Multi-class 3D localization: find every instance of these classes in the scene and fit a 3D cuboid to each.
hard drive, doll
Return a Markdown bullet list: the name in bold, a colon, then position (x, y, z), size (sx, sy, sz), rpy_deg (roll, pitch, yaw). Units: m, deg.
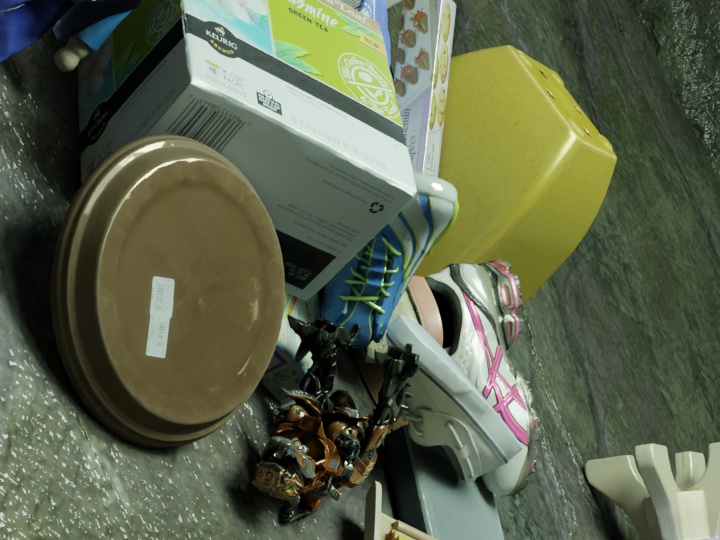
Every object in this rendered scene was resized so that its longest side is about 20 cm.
- **hard drive**: position (0.081, 0.237, 1.475), size (0.139, 0.033, 0.201), rpy_deg (37, 32, -48)
- **doll**: position (-0.189, -0.180, 1.181), size (0.199, 0.137, 0.048), rpy_deg (-31, 57, -33)

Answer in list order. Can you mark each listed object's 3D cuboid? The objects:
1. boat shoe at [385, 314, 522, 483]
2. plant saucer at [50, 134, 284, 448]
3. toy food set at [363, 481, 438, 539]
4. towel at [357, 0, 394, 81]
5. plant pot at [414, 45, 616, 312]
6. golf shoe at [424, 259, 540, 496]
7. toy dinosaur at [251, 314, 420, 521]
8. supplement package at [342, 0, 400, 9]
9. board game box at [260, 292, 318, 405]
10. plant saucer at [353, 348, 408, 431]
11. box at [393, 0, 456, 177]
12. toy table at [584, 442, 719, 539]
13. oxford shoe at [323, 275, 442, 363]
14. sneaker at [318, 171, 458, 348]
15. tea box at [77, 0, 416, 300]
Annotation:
- **boat shoe**: position (0.063, 0.110, 1.433), size (0.200, 0.065, 0.074), rpy_deg (50, 1, -43)
- **plant saucer**: position (-0.114, 0.013, 1.169), size (0.199, 0.029, 0.202), rpy_deg (-1, 92, -50)
- **toy food set**: position (0.083, 0.251, 1.349), size (0.199, 0.060, 0.144), rpy_deg (30, 40, -26)
- **towel**: position (0.002, -0.127, 1.510), size (0.145, 0.024, 0.201), rpy_deg (83, 16, -51)
- **plant pot**: position (0.114, -0.092, 1.670), size (0.196, 0.200, 0.194), rpy_deg (55, 17, 21)
- **golf shoe**: position (0.095, 0.094, 1.549), size (0.092, 0.073, 0.201), rpy_deg (-6, 83, -24)
- **toy dinosaur**: position (-0.021, 0.110, 1.314), size (0.102, 0.137, 0.200), rpy_deg (15, 9, 1)
- **supplement package**: position (-0.065, -0.343, 1.682), size (0.200, 0.147, 0.192), rpy_deg (48, 25, -34)
- **board game box**: position (-0.083, -0.013, 1.395), size (0.135, 0.034, 0.201), rpy_deg (48, 25, -33)
- **plant saucer**: position (0.055, 0.082, 1.601), size (0.200, 0.037, 0.201), rpy_deg (48, 26, -33)
- **box**: position (0.050, -0.143, 1.586), size (0.041, 0.038, 0.201), rpy_deg (28, 67, -64)
- **toy table**: position (0.323, 0.240, 1.858), size (0.200, 0.183, 0.118), rpy_deg (34, 49, -72)
- **oxford shoe**: position (0.000, 0.000, 1.527), size (0.200, 0.073, 0.071), rpy_deg (-122, -150, -44)
- **sneaker**: position (0.019, 0.001, 1.376), size (0.075, 0.200, 0.106), rpy_deg (12, 68, -13)
- **tea box**: position (-0.086, -0.118, 1.313), size (0.199, 0.134, 0.197), rpy_deg (25, 36, -33)
